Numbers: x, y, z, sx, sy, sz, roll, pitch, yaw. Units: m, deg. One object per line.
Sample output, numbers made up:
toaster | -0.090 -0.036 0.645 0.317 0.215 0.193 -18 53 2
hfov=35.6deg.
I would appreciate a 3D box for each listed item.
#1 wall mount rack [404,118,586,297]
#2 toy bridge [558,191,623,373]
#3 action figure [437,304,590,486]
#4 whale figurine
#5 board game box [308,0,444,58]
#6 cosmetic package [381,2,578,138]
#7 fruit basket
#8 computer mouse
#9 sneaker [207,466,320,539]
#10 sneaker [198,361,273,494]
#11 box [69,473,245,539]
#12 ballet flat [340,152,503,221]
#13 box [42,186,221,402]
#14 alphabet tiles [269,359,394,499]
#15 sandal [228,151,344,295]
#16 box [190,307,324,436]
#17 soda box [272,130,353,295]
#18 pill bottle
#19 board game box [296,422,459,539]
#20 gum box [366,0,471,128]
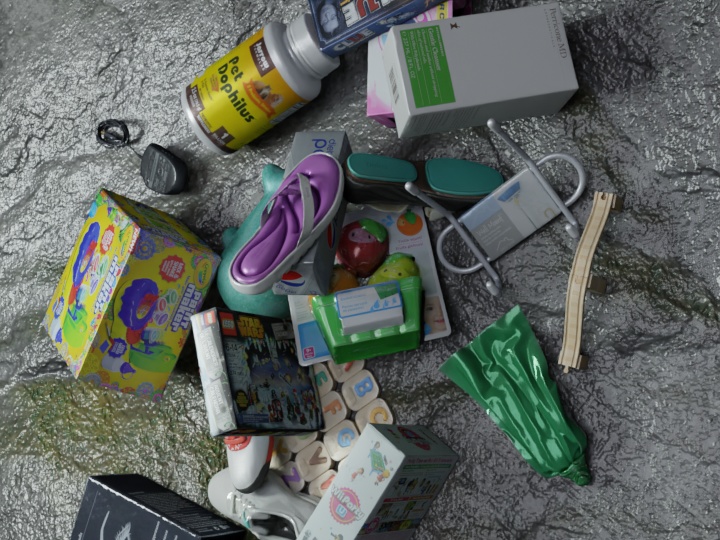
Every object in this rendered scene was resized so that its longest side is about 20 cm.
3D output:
wall mount rack | 0.151 -0.074 1.254 0.199 0.075 0.174 -36 103 19
toy bridge | 0.248 0.013 1.229 0.027 0.067 0.204 12 88 28
action figure | 0.190 0.155 1.248 0.118 0.055 0.201 -39 74 16
whale figurine | -0.116 -0.035 1.406 0.157 0.103 0.204 12 91 29
board game box | 0.026 -0.359 1.340 0.198 0.034 0.138 -23 72 25
cosmetic package | 0.132 -0.224 1.259 0.196 0.085 0.110 -12 80 -9
fruit basket | 0.000 0.000 1.326 0.182 0.094 0.204 -10 72 -1
computer mouse | -0.304 -0.162 1.570 0.199 0.034 0.059 35 116 32
sneaker | -0.123 0.292 1.369 0.197 0.088 0.077 11 102 34
sneaker | -0.157 0.161 1.367 0.066 0.107 0.205 -11 61 36
box | -0.269 0.364 1.434 0.198 0.104 0.150 21 93 29
ballet flat | 0.069 -0.098 1.321 0.196 0.069 0.069 7 48 -8
box | -0.297 0.028 1.443 0.192 0.121 0.203 33 100 56
alphabet tiles | -0.056 0.189 1.396 0.194 0.015 0.202 -36 68 19
sandal | -0.078 -0.061 1.236 0.081 0.050 0.204 14 58 24
box | -0.117 0.123 1.315 0.039 0.199 0.139 -19 75 24
soda box | -0.059 -0.069 1.312 0.067 0.064 0.203 1 54 16
pill bottle | -0.126 -0.242 1.437 0.198 0.109 0.111 -31 70 21
board game box | 0.012 0.276 1.274 0.064 0.147 0.202 36 100 29
gum box | 0.072 -0.273 1.360 0.112 0.066 0.204 -3 82 28
